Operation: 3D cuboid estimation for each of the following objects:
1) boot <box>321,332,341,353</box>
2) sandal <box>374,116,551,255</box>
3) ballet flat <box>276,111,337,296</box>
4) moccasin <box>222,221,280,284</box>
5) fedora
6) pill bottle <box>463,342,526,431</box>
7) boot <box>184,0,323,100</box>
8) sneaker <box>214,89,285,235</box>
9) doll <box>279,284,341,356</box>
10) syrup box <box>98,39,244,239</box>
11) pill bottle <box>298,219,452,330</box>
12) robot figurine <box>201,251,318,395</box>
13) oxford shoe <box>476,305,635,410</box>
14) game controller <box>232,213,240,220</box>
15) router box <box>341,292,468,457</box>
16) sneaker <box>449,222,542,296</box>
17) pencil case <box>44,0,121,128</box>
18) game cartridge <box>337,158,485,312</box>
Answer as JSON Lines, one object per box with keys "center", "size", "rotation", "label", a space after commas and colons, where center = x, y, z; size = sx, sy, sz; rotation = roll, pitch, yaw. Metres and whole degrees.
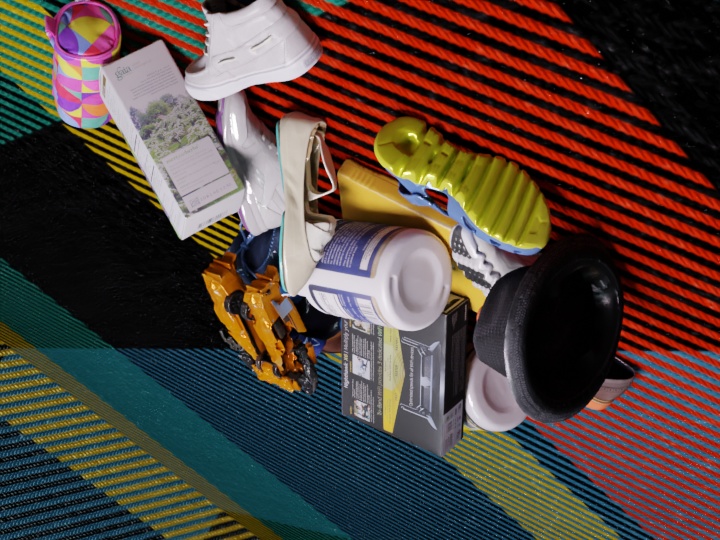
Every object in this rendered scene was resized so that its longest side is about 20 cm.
{"center": [0.009, 0.059, 1.753], "size": [0.198, 0.069, 0.188], "rotation": [-8, 152, 35], "label": "boot"}
{"center": [0.105, -0.079, 1.307], "size": [0.199, 0.080, 0.087], "rotation": [35, 164, 16], "label": "sandal"}
{"center": [-0.057, -0.072, 1.424], "size": [0.068, 0.203, 0.069], "rotation": [-2, -172, 0], "label": "ballet flat"}
{"center": [-0.134, -0.015, 1.634], "size": [0.067, 0.081, 0.200], "rotation": [20, 161, -12], "label": "moccasin"}
{"center": [0.179, 0.054, 1.304], "size": [0.091, 0.202, 0.201], "rotation": [8, 148, 43], "label": "fedora"}
{"center": [0.129, 0.151, 1.701], "size": [0.112, 0.113, 0.199], "rotation": [41, 157, -21], "label": "pill bottle"}
{"center": [-0.129, -0.235, 1.307], "size": [0.198, 0.074, 0.096], "rotation": [-6, 132, 45], "label": "boot"}
{"center": [-0.110, -0.135, 1.498], "size": [0.098, 0.075, 0.202], "rotation": [-13, 132, 2], "label": "sneaker"}
{"center": [-0.070, 0.060, 1.665], "size": [0.135, 0.049, 0.200], "rotation": [27, 132, -13], "label": "doll"}
{"center": [-0.213, -0.147, 1.463], "size": [0.202, 0.078, 0.081], "rotation": [60, 162, 8], "label": "syrup box"}
{"center": [0.000, 0.000, 1.482], "size": [0.199, 0.112, 0.111], "rotation": [10, 150, 47], "label": "pill bottle"}
{"center": [-0.114, 0.072, 1.596], "size": [0.144, 0.058, 0.201], "rotation": [18, 146, 35], "label": "robot figurine"}
{"center": [0.227, 0.086, 1.506], "size": [0.198, 0.072, 0.073], "rotation": [28, 141, -13], "label": "oxford shoe"}
{"center": [-0.181, -0.116, 1.650], "size": [0.198, 0.042, 0.105], "rotation": [29, 158, 8], "label": "game controller"}
{"center": [0.052, 0.108, 1.593], "size": [0.156, 0.052, 0.203], "rotation": [20, 124, 32], "label": "router box"}
{"center": [0.168, 0.006, 1.388], "size": [0.200, 0.081, 0.075], "rotation": [45, 175, -31], "label": "sneaker"}
{"center": [-0.322, -0.240, 1.523], "size": [0.088, 0.089, 0.200], "rotation": [31, 158, 2], "label": "pencil case"}
{"center": [0.068, -0.037, 1.501], "size": [0.198, 0.033, 0.177], "rotation": [29, 158, 16], "label": "game cartridge"}
